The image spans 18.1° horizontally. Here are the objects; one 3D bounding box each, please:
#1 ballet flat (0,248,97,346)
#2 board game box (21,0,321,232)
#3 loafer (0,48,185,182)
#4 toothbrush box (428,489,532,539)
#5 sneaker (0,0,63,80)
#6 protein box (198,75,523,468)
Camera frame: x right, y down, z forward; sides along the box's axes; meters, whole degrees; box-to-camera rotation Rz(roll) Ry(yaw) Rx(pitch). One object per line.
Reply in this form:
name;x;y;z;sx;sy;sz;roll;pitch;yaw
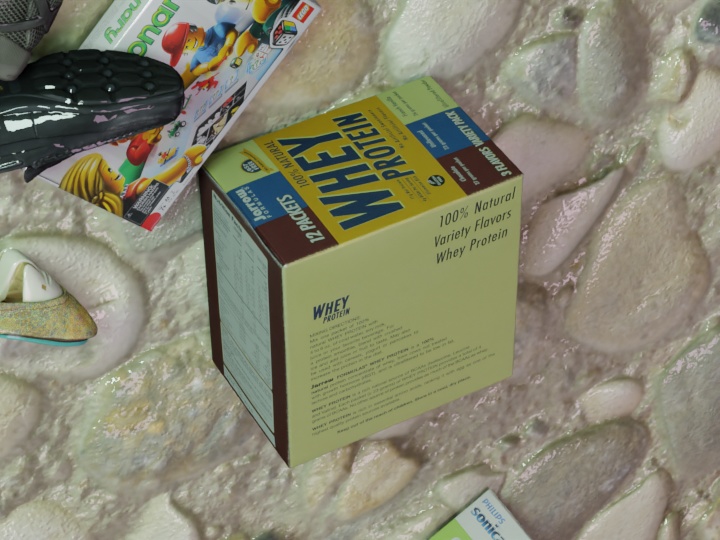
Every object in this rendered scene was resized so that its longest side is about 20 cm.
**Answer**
ballet flat;-0.257;0.015;1.535;0.199;0.071;0.071;3;123;-39
board game box;-0.131;-0.130;1.523;0.126;0.035;0.200;26;107;-46
loafer;-0.210;-0.094;1.449;0.199;0.068;0.071;-10;131;-8
toothbrush box;0.086;0.318;2.046;0.200;0.086;0.146;-39;139;-2
sneaker;-0.244;-0.198;1.349;0.114;0.076;0.199;-51;142;9
protein box;0.000;0.000;1.662;0.197;0.135;0.201;-21;136;-21
